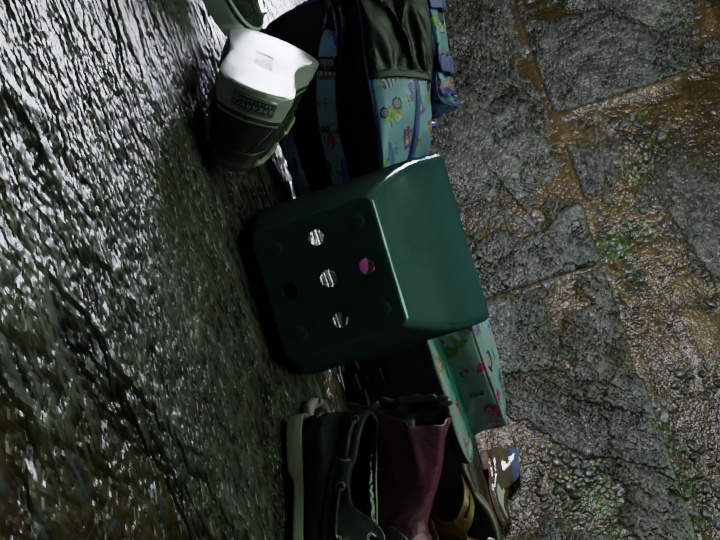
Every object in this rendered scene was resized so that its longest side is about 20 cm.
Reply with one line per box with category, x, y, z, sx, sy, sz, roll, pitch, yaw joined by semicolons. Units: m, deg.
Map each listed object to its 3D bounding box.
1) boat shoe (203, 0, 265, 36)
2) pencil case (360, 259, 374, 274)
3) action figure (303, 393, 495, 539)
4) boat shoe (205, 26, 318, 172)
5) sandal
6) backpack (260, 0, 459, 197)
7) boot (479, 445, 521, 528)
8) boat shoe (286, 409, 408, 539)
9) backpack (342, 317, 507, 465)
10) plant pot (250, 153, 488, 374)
boat shoe;-0.095;-0.236;0.835;0.200;0.063;0.072;56;19;-71
pencil case;0.039;0.034;1.252;0.091;0.092;0.203;-73;145;-79
action figure;0.019;0.186;0.762;0.134;0.147;0.203;33;59;-72
boat shoe;-0.077;-0.124;0.801;0.200;0.070;0.064;-78;-169;-68
sandal;0.113;0.277;1.368;0.055;0.081;0.203;-30;106;-66
backpack;0.001;-0.145;1.013;0.182;0.133;0.203;-10;-90;57
boot;0.368;0.536;2.814;0.075;0.096;0.203;57;17;-67
boat shoe;-0.002;0.164;0.674;0.201;0.065;0.075;-99;170;-50
backpack;0.058;0.083;1.106;0.200;0.149;0.180;-102;173;-73
plant pot;0.000;0.000;0.836;0.200;0.139;0.143;-21;93;-76
